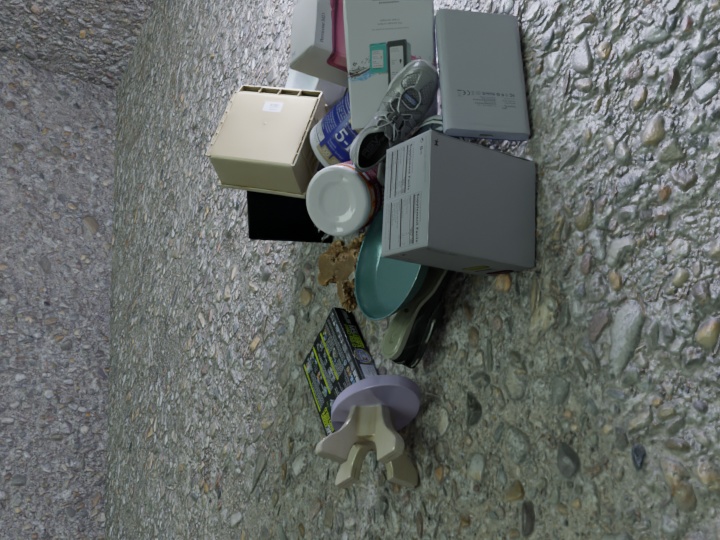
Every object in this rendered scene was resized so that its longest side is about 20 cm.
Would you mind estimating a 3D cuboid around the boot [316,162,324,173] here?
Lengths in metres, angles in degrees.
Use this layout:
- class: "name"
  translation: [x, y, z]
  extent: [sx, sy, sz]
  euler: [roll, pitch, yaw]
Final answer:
- class: "boot"
  translation: [-0.045, -0.248, 1.577]
  extent: [0.138, 0.077, 0.201]
  euler: [-44, 59, 14]

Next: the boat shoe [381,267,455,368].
- class: "boat shoe"
  translation: [0.107, 0.061, 1.231]
  extent: [0.203, 0.067, 0.072]
  euler: [-62, 25, 1]

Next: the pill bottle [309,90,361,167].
- class: "pill bottle"
  translation: [0.007, -0.280, 1.430]
  extent: [0.199, 0.118, 0.122]
  euler: [-39, 49, 34]

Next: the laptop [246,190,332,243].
- class: "laptop"
  translation: [-0.167, -0.149, 1.631]
  extent: [0.200, 0.183, 0.119]
  euler: [-137, 53, -60]

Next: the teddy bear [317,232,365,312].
- class: "teddy bear"
  translation: [0.000, 0.000, 1.438]
  extent: [0.198, 0.066, 0.149]
  euler: [-18, 75, 49]

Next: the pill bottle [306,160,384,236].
- class: "pill bottle"
  translation: [-0.008, -0.131, 1.316]
  extent: [0.111, 0.200, 0.117]
  euler: [4, 104, 18]

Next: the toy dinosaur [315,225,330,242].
- class: "toy dinosaur"
  translation: [0.003, -0.131, 1.465]
  extent: [0.197, 0.076, 0.105]
  euler: [-21, 74, 31]

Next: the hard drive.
- class: "hard drive"
  translation: [0.181, -0.293, 1.143]
  extent: [0.025, 0.128, 0.205]
  euler: [119, 151, -68]

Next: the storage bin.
- class: "storage bin"
  translation: [-0.179, -0.264, 1.530]
  extent: [0.195, 0.094, 0.202]
  euler: [8, 61, 18]

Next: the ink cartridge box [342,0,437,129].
- class: "ink cartridge box"
  translation: [0.054, -0.342, 1.255]
  extent: [0.147, 0.142, 0.206]
  euler: [-70, -22, -73]

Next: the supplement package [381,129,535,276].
- class: "supplement package"
  translation: [0.141, -0.087, 1.079]
  extent: [0.110, 0.196, 0.160]
  euler: [-13, 71, 57]

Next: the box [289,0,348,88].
- class: "box"
  translation: [-0.026, -0.438, 1.465]
  extent: [0.108, 0.196, 0.132]
  euler: [-17, 67, 56]

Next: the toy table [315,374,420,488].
- class: "toy table"
  translation: [0.017, 0.265, 1.226]
  extent: [0.201, 0.180, 0.119]
  euler: [120, 162, -49]

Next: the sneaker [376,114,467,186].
- class: "sneaker"
  translation: [0.093, -0.177, 1.205]
  extent: [0.080, 0.078, 0.199]
  euler: [-56, 16, -21]

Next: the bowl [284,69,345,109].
- class: "bowl"
  translation: [-0.089, -0.401, 1.656]
  extent: [0.201, 0.089, 0.206]
  euler: [-41, 41, 47]

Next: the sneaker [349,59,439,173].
- class: "sneaker"
  translation: [0.054, -0.224, 1.164]
  extent: [0.201, 0.074, 0.083]
  euler: [-54, 13, 25]

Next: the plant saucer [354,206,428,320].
- class: "plant saucer"
  translation: [0.057, -0.017, 1.199]
  extent: [0.199, 0.035, 0.204]
  euler: [-39, 42, 47]

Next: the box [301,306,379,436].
- class: "box"
  translation: [-0.039, 0.197, 1.451]
  extent: [0.162, 0.043, 0.202]
  euler: [-62, 35, 29]
